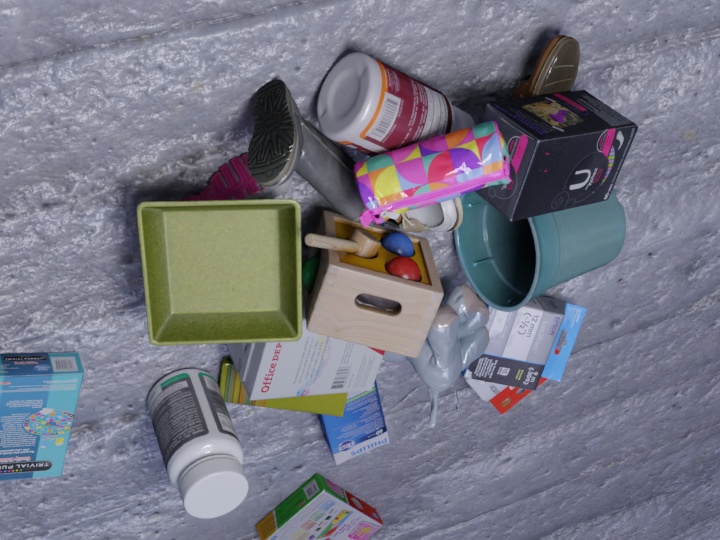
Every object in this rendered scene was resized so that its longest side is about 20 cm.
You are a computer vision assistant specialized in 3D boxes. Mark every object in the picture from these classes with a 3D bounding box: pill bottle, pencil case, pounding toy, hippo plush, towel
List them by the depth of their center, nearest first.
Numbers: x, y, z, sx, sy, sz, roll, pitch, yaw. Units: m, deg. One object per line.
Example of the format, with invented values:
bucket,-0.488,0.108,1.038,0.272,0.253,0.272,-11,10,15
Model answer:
pencil case,0.088,-0.118,1.306,0.198,0.089,0.089,-20,136,8
pill bottle,0.051,-0.194,1.366,0.198,0.115,0.115,18,117,-39
pounding toy,0.000,0.000,1.373,0.197,0.185,0.144,15,116,-13
pill bottle,-0.234,0.249,1.524,0.112,0.201,0.114,-14,133,-15
towel,-0.117,0.180,1.612,0.197,0.018,0.087,8,129,-7
hippo plush,0.098,0.100,1.624,0.159,0.159,0.203,-24,125,-49

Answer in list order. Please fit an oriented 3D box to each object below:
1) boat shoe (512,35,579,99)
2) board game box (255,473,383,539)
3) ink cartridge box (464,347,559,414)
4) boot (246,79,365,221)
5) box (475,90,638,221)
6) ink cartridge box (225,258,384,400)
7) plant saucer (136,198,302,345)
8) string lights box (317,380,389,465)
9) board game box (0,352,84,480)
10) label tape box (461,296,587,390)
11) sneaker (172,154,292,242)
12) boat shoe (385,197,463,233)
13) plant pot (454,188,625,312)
boat shoe,0.241,-0.241,1.458,0.071,0.068,0.202,-14,135,-33
board game box,-0.072,0.462,1.908,0.153,0.040,0.200,-40,135,8
ink cartridge box,0.280,0.177,1.854,0.162,0.057,0.200,-38,130,5
boot,-0.060,-0.123,1.334,0.072,0.184,0.200,-15,137,21
box,0.253,-0.156,1.402,0.198,0.106,0.123,-13,133,-35
ink cartridge box,-0.077,0.080,1.505,0.198,0.145,0.147,-1,128,-29
plant saucer,-0.173,-0.006,1.327,0.197,0.048,0.203,-1,118,-4
string lights box,-0.020,0.221,1.718,0.102,0.059,0.202,-21,134,-10
board game box,-0.478,0.205,1.464,0.149,0.047,0.202,1,126,-30
label tape box,0.272,0.117,1.733,0.197,0.066,0.145,13,110,-14
sneaker,-0.168,-0.076,1.378,0.198,0.082,0.088,-30,137,10
boat shoe,0.077,-0.081,1.429,0.068,0.200,0.076,-17,95,-16
plant pot,0.273,-0.059,1.561,0.194,0.201,0.202,-14,133,-29
